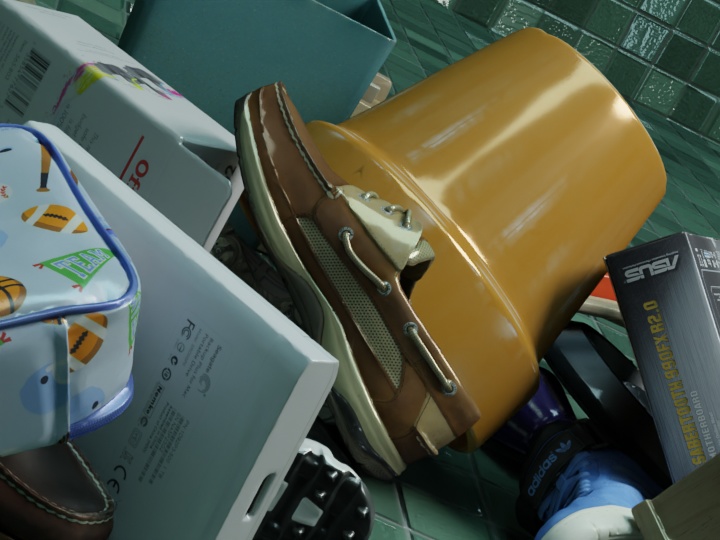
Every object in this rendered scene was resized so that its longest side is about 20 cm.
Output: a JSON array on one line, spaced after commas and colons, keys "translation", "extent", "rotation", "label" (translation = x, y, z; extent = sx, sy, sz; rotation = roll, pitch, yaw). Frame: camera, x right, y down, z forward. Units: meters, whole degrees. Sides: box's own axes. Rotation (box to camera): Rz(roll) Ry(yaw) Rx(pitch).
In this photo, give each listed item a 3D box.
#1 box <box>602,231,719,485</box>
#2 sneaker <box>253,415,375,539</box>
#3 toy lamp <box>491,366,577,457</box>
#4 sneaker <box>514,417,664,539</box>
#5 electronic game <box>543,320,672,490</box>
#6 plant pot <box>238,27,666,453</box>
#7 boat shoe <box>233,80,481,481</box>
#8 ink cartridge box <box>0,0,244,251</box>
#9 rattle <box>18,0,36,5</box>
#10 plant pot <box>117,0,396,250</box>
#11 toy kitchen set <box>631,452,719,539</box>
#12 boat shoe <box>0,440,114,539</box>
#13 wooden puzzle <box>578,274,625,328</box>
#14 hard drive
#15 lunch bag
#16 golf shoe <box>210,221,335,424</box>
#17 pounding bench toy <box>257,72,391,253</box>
[{"translation": [0.199, 0.062, 1.185], "extent": [0.200, 0.048, 0.158], "rotation": [1, 72, -72], "label": "box"}, {"translation": [-0.081, 0.069, 1.008], "extent": [0.200, 0.066, 0.091], "rotation": [32, 11, -2], "label": "sneaker"}, {"translation": [0.078, 0.061, 1.348], "extent": [0.058, 0.058, 0.200], "rotation": [20, 15, -31], "label": "toy lamp"}, {"translation": [0.114, 0.130, 1.120], "extent": [0.111, 0.077, 0.200], "rotation": [43, 15, 28], "label": "sneaker"}, {"translation": [0.181, 0.106, 1.335], "extent": [0.200, 0.042, 0.200], "rotation": [45, 9, -9], "label": "electronic game"}, {"translation": [0.062, -0.032, 1.178], "extent": [0.200, 0.183, 0.200], "rotation": [47, -10, 11], "label": "plant pot"}, {"translation": [0.000, 0.000, 1.025], "extent": [0.076, 0.074, 0.200], "rotation": [44, 23, -79], "label": "boat shoe"}, {"translation": [-0.133, -0.043, 1.098], "extent": [0.200, 0.115, 0.068], "rotation": [38, 17, 32], "label": "ink cartridge box"}, {"translation": [-0.246, -0.161, 1.214], "extent": [0.130, 0.200, 0.143], "rotation": [34, 15, 21], "label": "rattle"}, {"translation": [-0.092, -0.097, 1.282], "extent": [0.141, 0.200, 0.141], "rotation": [25, 15, -12], "label": "plant pot"}, {"translation": [0.199, 0.135, 0.919], "extent": [0.180, 0.163, 0.200], "rotation": [26, 33, -50], "label": "toy kitchen set"}, {"translation": [-0.175, 0.048, 0.889], "extent": [0.200, 0.070, 0.070], "rotation": [36, 13, 23], "label": "boat shoe"}, {"translation": [0.109, -0.001, 1.383], "extent": [0.200, 0.037, 0.185], "rotation": [18, 4, -28], "label": "wooden puzzle"}, {"translation": [-0.107, 0.041, 0.909], "extent": [0.200, 0.132, 0.026], "rotation": [38, 19, 34], "label": "hard drive"}, {"translation": [-0.189, 0.011, 0.825], "extent": [0.200, 0.076, 0.160], "rotation": [-12, 39, -26], "label": "lunch bag"}, {"translation": [-0.067, 0.027, 1.204], "extent": [0.200, 0.078, 0.097], "rotation": [41, 1, 27], "label": "golf shoe"}, {"translation": [-0.024, -0.075, 1.485], "extent": [0.200, 0.124, 0.156], "rotation": [26, 14, -10], "label": "pounding bench toy"}]
